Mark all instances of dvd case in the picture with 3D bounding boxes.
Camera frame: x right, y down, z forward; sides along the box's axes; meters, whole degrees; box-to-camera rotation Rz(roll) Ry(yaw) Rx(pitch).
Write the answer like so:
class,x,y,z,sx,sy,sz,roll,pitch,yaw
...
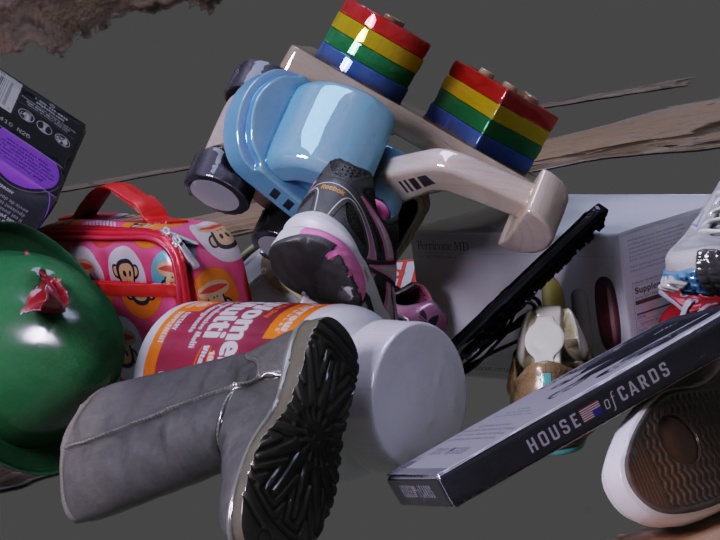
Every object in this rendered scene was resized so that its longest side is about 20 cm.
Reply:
class,x,y,z,sx,sy,sz,roll,pitch,yaw
dvd case,0.117,0.076,1.378,0.199,0.025,0.150,-29,0,-11

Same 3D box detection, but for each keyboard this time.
class,x,y,z,sx,sy,sz,roll,pitch,yaw
keyboard,0.096,0.037,1.627,0.200,0.040,0.104,-43,-1,0

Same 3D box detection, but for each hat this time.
class,x,y,z,sx,sy,sz,roll,pitch,yaw
hat,-0.162,0.031,1.530,0.176,0.166,0.200,-23,28,37

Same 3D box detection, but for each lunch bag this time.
class,x,y,z,sx,sy,sz,roll,pitch,yaw
lunch bag,-0.158,0.027,1.704,0.082,0.177,0.199,-15,12,-43

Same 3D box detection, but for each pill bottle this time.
class,x,y,z,sx,sy,sz,roll,pitch,yaw
pill bottle,-0.038,0.075,1.523,0.199,0.110,0.109,0,12,42

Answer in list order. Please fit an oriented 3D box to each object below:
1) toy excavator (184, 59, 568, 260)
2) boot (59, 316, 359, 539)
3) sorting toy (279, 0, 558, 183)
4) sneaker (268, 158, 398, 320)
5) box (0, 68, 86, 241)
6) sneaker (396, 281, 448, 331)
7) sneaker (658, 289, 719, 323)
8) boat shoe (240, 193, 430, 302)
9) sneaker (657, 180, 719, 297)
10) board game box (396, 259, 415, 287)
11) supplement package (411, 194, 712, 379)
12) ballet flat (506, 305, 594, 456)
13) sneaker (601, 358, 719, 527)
class,x,y,z,sx,sy,sz,roll,pitch,yaw
toy excavator,0.011,-0.064,1.618,0.200,0.194,0.100,-14,44,51
boot,-0.103,0.114,1.423,0.199,0.073,0.182,-15,34,32
sorting toy,0.052,-0.126,1.750,0.199,0.070,0.199,30,6,0
sneaker,0.000,0.000,1.578,0.080,0.087,0.200,19,-24,13
box,-0.297,-0.040,1.697,0.200,0.122,0.106,-48,16,28
sneaker,0.015,0.039,1.757,0.082,0.070,0.200,-41,19,-1
sneaker,0.226,0.049,1.590,0.112,0.072,0.200,2,5,29
boat shoe,-0.035,0.001,1.714,0.200,0.075,0.068,-45,16,3
sneaker,0.239,-0.027,1.575,0.075,0.087,0.200,7,6,16
board game box,-0.015,0.035,1.953,0.151,0.047,0.200,-7,9,4
supplement package,0.162,0.010,1.763,0.199,0.112,0.155,1,12,45
ballet flat,0.123,0.063,1.584,0.067,0.073,0.200,-5,9,8
sneaker,0.177,0.103,1.377,0.085,0.073,0.200,-39,-5,36
